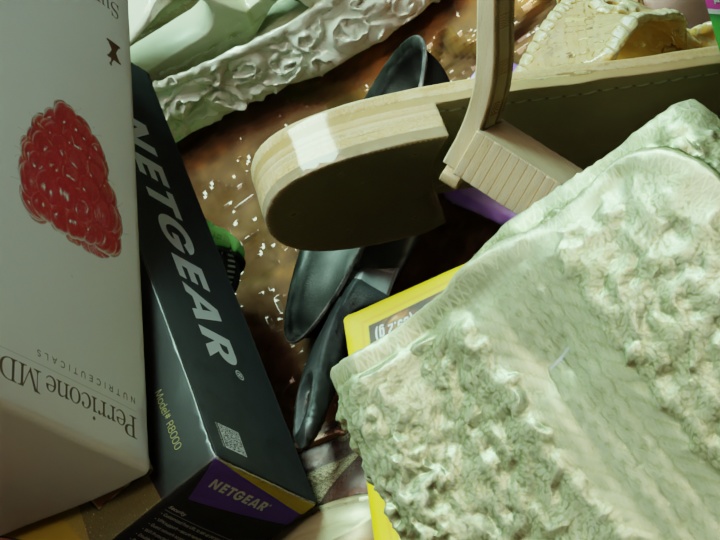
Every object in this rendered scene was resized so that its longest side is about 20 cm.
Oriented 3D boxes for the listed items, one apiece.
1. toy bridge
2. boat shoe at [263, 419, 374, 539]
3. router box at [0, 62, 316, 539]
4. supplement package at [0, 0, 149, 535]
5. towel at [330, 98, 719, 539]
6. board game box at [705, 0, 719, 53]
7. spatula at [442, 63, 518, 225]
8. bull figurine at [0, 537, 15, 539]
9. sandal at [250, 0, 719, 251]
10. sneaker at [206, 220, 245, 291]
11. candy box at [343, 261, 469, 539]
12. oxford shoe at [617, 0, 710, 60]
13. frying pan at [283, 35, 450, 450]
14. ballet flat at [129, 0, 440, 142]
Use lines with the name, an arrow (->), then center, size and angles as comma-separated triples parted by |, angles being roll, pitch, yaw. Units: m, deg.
toy bridge -> 0.072, -0.107, 0.780 | 0.067, 0.027, 0.200 | 34, 110, 11
boat shoe -> -0.049, 0.088, 0.907 | 0.200, 0.072, 0.072 | -23, 54, 38
router box -> -0.115, 0.039, 0.904 | 0.157, 0.052, 0.200 | -39, 49, 18
supplement package -> -0.149, -0.025, 0.841 | 0.120, 0.121, 0.200 | -24, 56, 30
towel -> 0.088, 0.070, 0.729 | 0.148, 0.036, 0.200 | -42, 71, 21
board game box -> 0.157, -0.170, 0.815 | 0.153, 0.200, 0.040 | -18, 6, -14
spatula -> 0.109, -0.021, 0.915 | 0.200, 0.021, 0.057 | 22, 74, 37
bull figurine -> -0.078, 0.175, 0.816 | 0.121, 0.200, 0.065 | 18, 38, 41
sandal -> 0.065, -0.064, 0.869 | 0.212, 0.078, 0.070 | -10, 59, -11
sneaker -> -0.116, 0.045, 0.992 | 0.200, 0.077, 0.084 | -34, 57, 25
candy box -> 0.088, 0.023, 0.783 | 0.200, 0.026, 0.102 | -25, 57, 24
oxford shoe -> 0.103, -0.145, 0.971 | 0.073, 0.071, 0.200 | -9, 60, 2
frying pan -> 0.007, -0.016, 0.909 | 0.190, 0.031, 0.115 | -111, 45, -73
ballet flat -> -0.044, -0.099, 1.026 | 0.200, 0.072, 0.072 | -31, 52, 13
